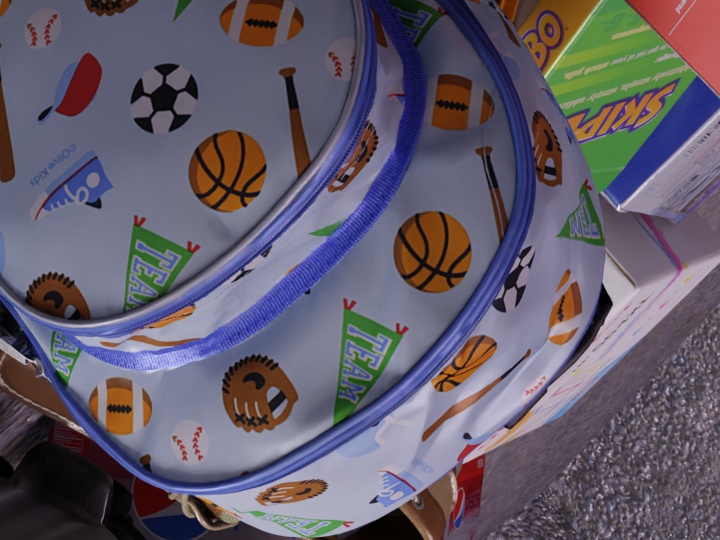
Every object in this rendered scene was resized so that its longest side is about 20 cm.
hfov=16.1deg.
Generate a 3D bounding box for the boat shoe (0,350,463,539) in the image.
[{"bbox_3d":[-0.049,0.063,1.016,0.074,0.199,0.076,-86,-161,-47],"label":"boat shoe"}]

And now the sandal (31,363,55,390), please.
[{"bbox_3d":[-0.077,-0.009,0.904,0.200,0.080,0.054,120,-19,-45],"label":"sandal"}]

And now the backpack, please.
[{"bbox_3d":[-0.028,-0.027,0.733,0.200,0.191,0.154,-45,157,12],"label":"backpack"}]

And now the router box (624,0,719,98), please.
[{"bbox_3d":[0.112,-0.159,0.754,0.200,0.180,0.049,-32,165,-42],"label":"router box"}]

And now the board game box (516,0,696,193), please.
[{"bbox_3d":[0.105,-0.097,0.912,0.095,0.030,0.200,-7,140,-46],"label":"board game box"}]

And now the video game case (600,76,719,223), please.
[{"bbox_3d":[0.180,-0.105,1.083,0.200,0.045,0.181,-44,168,10],"label":"video game case"}]

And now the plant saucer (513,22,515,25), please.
[{"bbox_3d":[0.039,-0.087,1.178,0.200,0.032,0.200,-41,169,-10],"label":"plant saucer"}]

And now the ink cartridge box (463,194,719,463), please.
[{"bbox_3d":[0.064,-0.003,1.175,0.129,0.125,0.200,-46,169,19],"label":"ink cartridge box"}]

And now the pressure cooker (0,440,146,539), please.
[{"bbox_3d":[-0.167,0.176,1.086,0.175,0.180,0.200,-25,177,24],"label":"pressure cooker"}]

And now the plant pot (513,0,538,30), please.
[{"bbox_3d":[0.122,-0.161,1.022,0.201,0.093,0.201,-40,170,-9],"label":"plant pot"}]

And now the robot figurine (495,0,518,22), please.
[{"bbox_3d":[0.006,-0.060,0.903,0.200,0.058,0.146,154,-48,-75],"label":"robot figurine"}]

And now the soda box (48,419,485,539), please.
[{"bbox_3d":[-0.046,0.105,1.195,0.070,0.199,0.064,0,97,-74],"label":"soda box"}]
